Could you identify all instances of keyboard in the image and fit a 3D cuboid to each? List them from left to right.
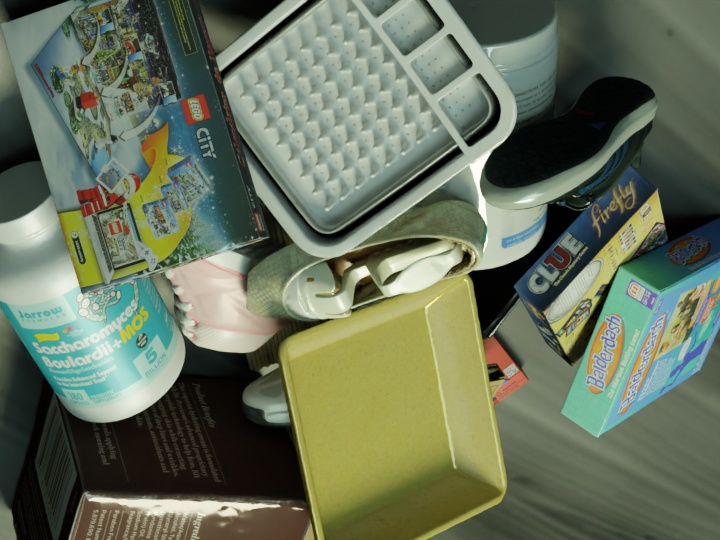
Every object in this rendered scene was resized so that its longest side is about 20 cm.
[{"bbox_3d":[0.150,-0.039,1.403,0.040,0.104,0.200,26,109,-37],"label":"keyboard"}]

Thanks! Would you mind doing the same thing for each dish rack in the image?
[{"bbox_3d":[-0.003,-0.124,1.203,0.200,0.044,0.172,-35,97,21],"label":"dish rack"}]

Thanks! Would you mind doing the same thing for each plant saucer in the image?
[{"bbox_3d":[0.018,0.120,1.349,0.199,0.048,0.201,-20,105,-36],"label":"plant saucer"}]

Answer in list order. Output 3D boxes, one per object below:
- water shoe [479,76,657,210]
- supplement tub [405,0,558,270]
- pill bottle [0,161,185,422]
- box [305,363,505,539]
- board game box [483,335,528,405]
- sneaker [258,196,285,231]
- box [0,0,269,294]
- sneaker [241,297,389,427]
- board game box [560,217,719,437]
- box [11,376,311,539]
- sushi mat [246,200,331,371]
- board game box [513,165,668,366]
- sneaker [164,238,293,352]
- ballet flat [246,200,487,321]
[{"bbox_3d":[0.161,-0.074,1.252,0.200,0.071,0.079,-34,135,-40],"label":"water shoe"},{"bbox_3d":[0.085,-0.114,1.306,0.131,0.132,0.201,-10,126,-15],"label":"supplement tub"},{"bbox_3d":[-0.219,0.014,1.288,0.110,0.111,0.201,-27,128,-2],"label":"pill bottle"},{"bbox_3d":[0.022,0.163,1.482,0.163,0.021,0.200,-8,142,-39],"label":"box"},{"bbox_3d":[0.047,0.125,1.528,0.200,0.019,0.103,-37,127,6],"label":"board game box"},{"bbox_3d":[-0.063,-0.087,1.306,0.200,0.070,0.080,41,86,-28],"label":"sneaker"},{"bbox_3d":[-0.159,-0.098,1.190,0.136,0.038,0.201,-17,90,7],"label":"box"},{"bbox_3d":[-0.020,0.045,1.407,0.200,0.076,0.116,-24,120,-18],"label":"sneaker"},{"bbox_3d":[0.265,0.046,1.481,0.200,0.045,0.153,-22,137,-51],"label":"board game box"},{"bbox_3d":[-0.168,0.198,1.400,0.199,0.166,0.165,6,120,-24],"label":"box"},{"bbox_3d":[-0.065,-0.005,1.398,0.095,0.012,0.201,-17,128,-9],"label":"sushi mat"},{"bbox_3d":[0.199,0.000,1.412,0.136,0.035,0.200,-47,160,-2],"label":"board game box"},{"bbox_3d":[-0.135,0.000,1.328,0.200,0.076,0.105,31,115,-28],"label":"sneaker"},{"bbox_3d":[0.000,0.000,1.264,0.199,0.063,0.068,-21,126,12],"label":"ballet flat"}]
